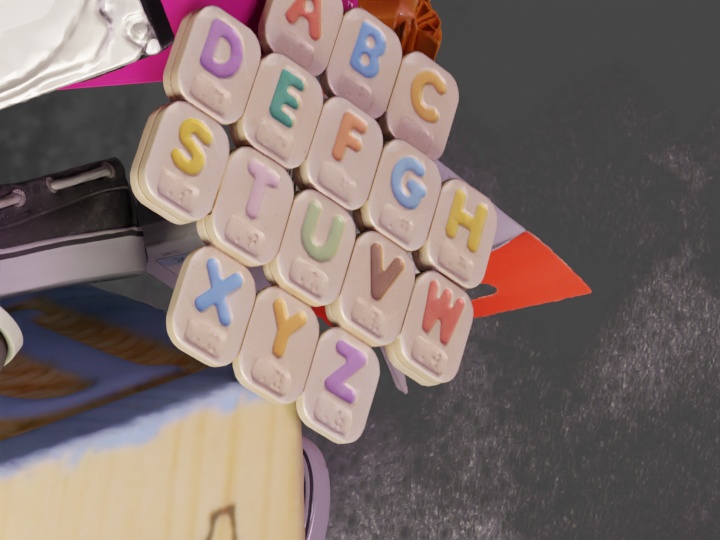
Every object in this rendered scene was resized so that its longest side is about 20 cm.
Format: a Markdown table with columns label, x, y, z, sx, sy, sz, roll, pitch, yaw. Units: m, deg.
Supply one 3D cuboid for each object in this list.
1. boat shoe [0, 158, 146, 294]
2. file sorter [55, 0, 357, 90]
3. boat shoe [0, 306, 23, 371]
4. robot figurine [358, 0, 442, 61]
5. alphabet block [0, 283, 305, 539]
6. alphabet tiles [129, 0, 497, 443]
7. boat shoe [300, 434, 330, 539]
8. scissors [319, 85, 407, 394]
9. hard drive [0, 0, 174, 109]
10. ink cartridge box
| label | x | y | z | sx | sy | sz | roll | pitch | yaw |
| --- | --- | --- | --- | --- | --- | --- | --- | --- | --- |
| boat shoe | -0.187 | -0.019 | 1.222 | 0.199 | 0.074 | 0.068 | -10 | 88 | -34 |
| file sorter | -0.112 | -0.166 | 1.230 | 0.200 | 0.125 | 0.139 | -9 | 108 | -44 |
| boat shoe | -0.229 | 0.047 | 1.118 | 0.072 | 0.201 | 0.060 | 56 | 41 | -35 |
| robot figurine | 0.033 | -0.210 | 1.340 | 0.145 | 0.058 | 0.200 | 103 | -1 | -59 |
| alphabet block | -0.152 | 0.136 | 1.241 | 0.196 | 0.195 | 0.200 | -17 | 113 | -38 |
| alphabet tiles | -0.016 | -0.031 | 1.215 | 0.200 | 0.015 | 0.196 | 34 | 61 | -33 |
| boat shoe | -0.086 | 0.169 | 1.399 | 0.199 | 0.074 | 0.068 | -57 | 149 | -3 |
| scissors | 0.001 | -0.017 | 1.468 | 0.073 | 0.014 | 0.200 | -53 | 131 | -21 |
| hard drive | -0.194 | -0.124 | 1.111 | 0.038 | 0.200 | 0.140 | -57 | 128 | -76 |
| ink cartridge box | 0.000 | 0.000 | 1.367 | 0.200 | 0.160 | 0.047 | 37 | 50 | -44 |
